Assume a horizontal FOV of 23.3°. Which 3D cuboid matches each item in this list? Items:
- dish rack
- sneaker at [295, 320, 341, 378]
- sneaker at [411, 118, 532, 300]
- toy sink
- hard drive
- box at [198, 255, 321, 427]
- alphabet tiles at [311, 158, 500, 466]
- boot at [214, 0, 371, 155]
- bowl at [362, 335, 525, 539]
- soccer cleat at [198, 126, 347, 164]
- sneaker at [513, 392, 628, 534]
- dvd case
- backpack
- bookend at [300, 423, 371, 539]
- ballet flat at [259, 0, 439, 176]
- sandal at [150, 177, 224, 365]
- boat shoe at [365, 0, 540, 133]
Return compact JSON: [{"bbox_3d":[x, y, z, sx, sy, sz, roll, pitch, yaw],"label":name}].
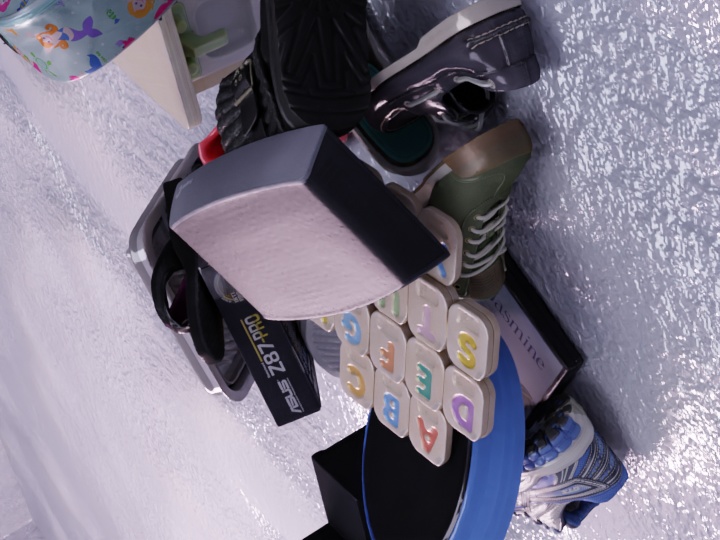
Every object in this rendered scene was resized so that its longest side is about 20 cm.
[{"bbox_3d":[-0.144,0.005,1.594,0.043,0.172,0.201,-13,121,26],"label":"dish rack"},{"bbox_3d":[-0.034,0.000,1.468,0.080,0.078,0.201,-121,9,-49],"label":"sneaker"},{"bbox_3d":[0.076,-0.027,1.172,0.090,0.067,0.200,61,153,6],"label":"sneaker"},{"bbox_3d":[-0.141,-0.221,1.389,0.200,0.111,0.131,42,153,52],"label":"toy sink"},{"bbox_3d":[-0.044,-0.024,1.164,0.135,0.042,0.199,45,151,-19],"label":"hard drive"},{"bbox_3d":[-0.089,0.019,1.513,0.200,0.049,0.162,-103,-9,-65],"label":"box"},{"bbox_3d":[0.023,0.030,1.200,0.200,0.015,0.197,35,135,40],"label":"alphabet tiles"},{"bbox_3d":[-0.047,-0.162,1.182,0.158,0.079,0.213,138,137,-69],"label":"boot"},{"bbox_3d":[0.055,0.132,1.277,0.200,0.039,0.203,-171,90,-67],"label":"bowl"},{"bbox_3d":[-0.070,-0.111,1.408,0.067,0.076,0.200,65,159,-11],"label":"soccer cleat"},{"bbox_3d":[0.128,0.159,1.279,0.085,0.077,0.200,40,156,-5],"label":"sneaker"},{"bbox_3d":[0.096,0.051,1.309,0.143,0.017,0.200,56,158,16],"label":"dvd case"},{"bbox_3d":[-0.203,-0.235,1.222,0.151,0.177,0.200,45,-175,-44],"label":"backpack"},{"bbox_3d":[-0.014,0.240,1.553,0.092,0.199,0.200,38,150,45],"label":"bookend"},{"bbox_3d":[-0.011,-0.146,1.258,0.201,0.069,0.070,55,159,13],"label":"ballet flat"},{"bbox_3d":[-0.149,0.008,1.463,0.201,0.048,0.076,-105,-6,-46],"label":"sandal"},{"bbox_3d":[0.055,-0.115,1.118,0.063,0.072,0.200,63,155,3],"label":"boat shoe"}]
